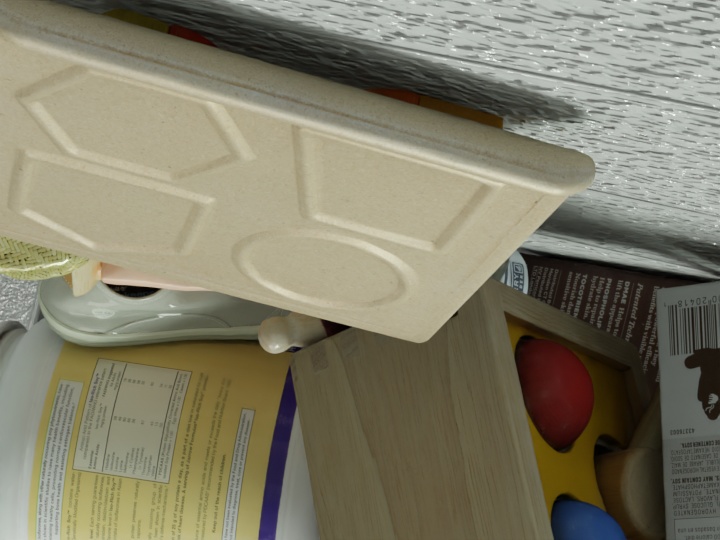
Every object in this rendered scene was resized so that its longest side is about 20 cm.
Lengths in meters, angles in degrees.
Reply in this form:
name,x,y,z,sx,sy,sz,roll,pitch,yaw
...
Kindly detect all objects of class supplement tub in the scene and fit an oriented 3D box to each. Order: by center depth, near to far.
name,x,y,z,sx,sy,sz,roll,pitch,yaw
supplement tub,-0.108,0.099,0.874,0.198,0.147,0.145,8,176,5

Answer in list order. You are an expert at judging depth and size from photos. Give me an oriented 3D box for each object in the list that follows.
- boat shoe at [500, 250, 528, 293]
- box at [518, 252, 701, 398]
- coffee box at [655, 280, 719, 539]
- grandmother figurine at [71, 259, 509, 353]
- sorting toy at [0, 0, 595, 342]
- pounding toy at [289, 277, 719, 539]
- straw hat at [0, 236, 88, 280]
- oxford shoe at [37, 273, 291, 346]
name,x,y,z,sx,sy,sz,roll,pitch,yaw
boat shoe,0.000,0.005,0.973,0.086,0.075,0.201,16,174,-34
box,0.176,0.045,0.919,0.100,0.075,0.199,18,177,-43
coffee box,0.187,0.111,0.736,0.079,0.202,0.114,-9,165,33
grandmother figurine,-0.030,-0.010,0.779,0.198,0.122,0.061,3,143,-5
sorting toy,-0.039,-0.032,0.563,0.184,0.037,0.200,15,162,-10
pounding toy,0.090,0.091,0.759,0.142,0.185,0.200,-23,155,28
straw hat,-0.145,-0.041,0.692,0.200,0.086,0.201,14,176,1
oxford shoe,-0.060,-0.006,0.847,0.199,0.075,0.058,-7,140,-20
